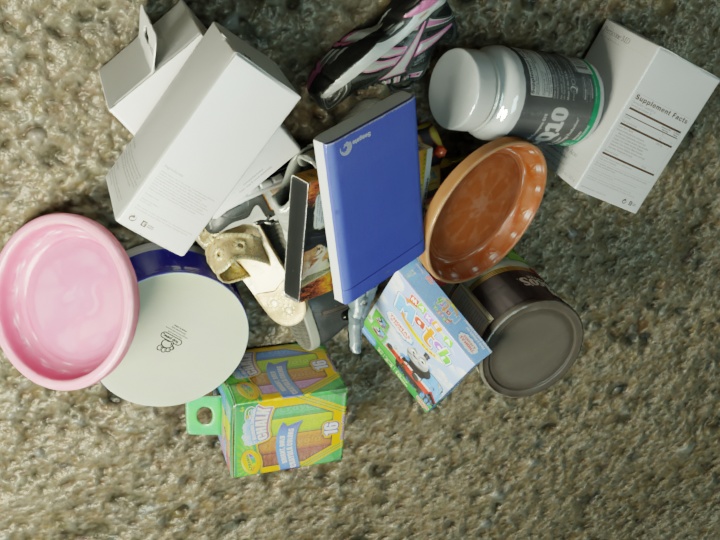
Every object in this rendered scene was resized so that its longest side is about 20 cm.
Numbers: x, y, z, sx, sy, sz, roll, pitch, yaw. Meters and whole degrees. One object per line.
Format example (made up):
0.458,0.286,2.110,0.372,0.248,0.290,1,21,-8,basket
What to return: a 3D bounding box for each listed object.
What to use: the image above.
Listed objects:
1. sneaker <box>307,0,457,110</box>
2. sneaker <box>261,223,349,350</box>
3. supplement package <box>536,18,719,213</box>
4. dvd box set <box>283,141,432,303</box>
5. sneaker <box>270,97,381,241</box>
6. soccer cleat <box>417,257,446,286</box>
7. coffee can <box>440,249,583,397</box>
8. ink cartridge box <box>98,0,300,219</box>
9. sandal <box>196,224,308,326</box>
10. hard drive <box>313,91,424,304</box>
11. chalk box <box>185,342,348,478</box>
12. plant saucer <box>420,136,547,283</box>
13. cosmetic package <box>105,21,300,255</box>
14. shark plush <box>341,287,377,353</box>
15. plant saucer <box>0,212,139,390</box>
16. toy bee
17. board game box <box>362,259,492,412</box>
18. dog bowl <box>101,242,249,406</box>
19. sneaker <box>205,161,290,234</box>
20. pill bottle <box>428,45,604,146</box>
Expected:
0.035,-0.246,1.145,0.200,0.080,0.086,-37,123,3,sneaker
-0.058,-0.006,1.272,0.106,0.075,0.200,-29,120,-28,sneaker
0.339,-0.200,1.273,0.120,0.121,0.200,17,111,-31,supplement package
-0.001,-0.057,1.105,0.200,0.029,0.147,-20,127,-42,dvd box set
-0.030,-0.123,1.102,0.200,0.076,0.092,-60,153,-16,sneaker
0.126,-0.075,1.298,0.069,0.085,0.200,32,82,-50,soccer cleat
0.184,0.053,1.314,0.146,0.200,0.147,-10,123,-17,coffee can
-0.184,-0.184,1.066,0.125,0.129,0.200,-39,125,4,ink cartridge box
-0.142,-0.011,1.173,0.078,0.070,0.212,-37,103,18,sandal
0.014,-0.077,1.062,0.132,0.025,0.200,-33,134,-32,hard drive
-0.132,0.186,1.312,0.200,0.124,0.125,-7,121,-19,chalk box
0.147,-0.075,1.200,0.200,0.032,0.201,-29,142,-26,plant saucer
-0.159,-0.130,0.965,0.085,0.108,0.200,31,106,-32,cosmetic package
0.000,0.000,1.223,0.091,0.083,0.200,22,92,-20,shark plush
-0.332,0.035,1.126,0.201,0.200,0.051,-54,163,14,plant saucer
0.068,-0.139,1.209,0.131,0.109,0.200,-34,126,1,toy bee
0.079,0.088,1.269,0.037,0.151,0.200,-33,167,-26,board game box
-0.243,0.068,1.224,0.200,0.079,0.200,-10,122,-16,dog bowl
-0.093,-0.081,1.160,0.200,0.074,0.080,-27,104,-27,sneaker
0.189,-0.212,1.192,0.200,0.113,0.113,-1,120,-33,pill bottle
